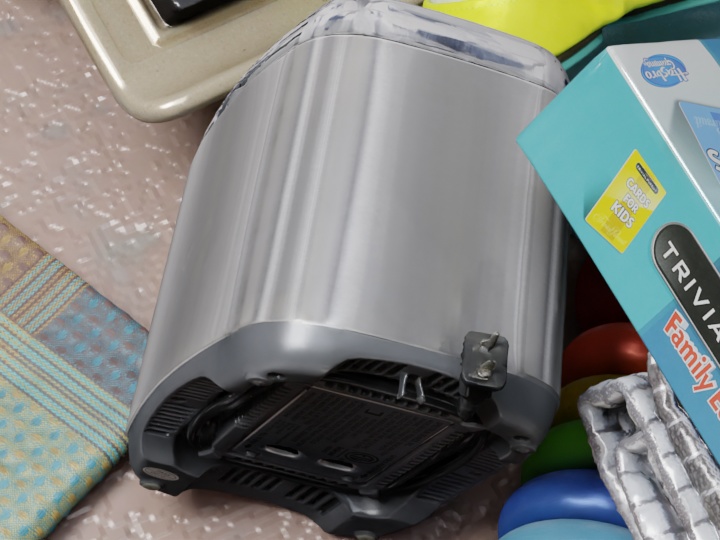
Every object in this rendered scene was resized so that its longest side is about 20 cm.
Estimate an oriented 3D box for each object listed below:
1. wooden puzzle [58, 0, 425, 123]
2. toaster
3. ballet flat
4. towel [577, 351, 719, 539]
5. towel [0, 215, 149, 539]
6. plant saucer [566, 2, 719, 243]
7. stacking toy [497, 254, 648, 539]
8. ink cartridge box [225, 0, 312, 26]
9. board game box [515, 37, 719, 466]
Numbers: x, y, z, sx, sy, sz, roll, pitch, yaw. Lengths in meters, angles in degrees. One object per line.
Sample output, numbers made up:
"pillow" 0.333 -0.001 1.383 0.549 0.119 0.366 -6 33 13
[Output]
"wooden puzzle" -0.050 -0.169 0.913 0.185 0.037 0.200 -27 79 -27
"toaster" 0.000 0.000 0.800 0.113 0.200 0.129 14 68 -15
"ballet flat" 0.076 -0.110 0.906 0.200 0.067 0.067 -24 107 -31
"towel" 0.177 0.101 0.778 0.165 0.086 0.200 0 56 -46
"towel" -0.174 0.061 0.859 0.147 0.022 0.200 37 64 15
"plant saucer" 0.145 -0.045 0.894 0.200 0.027 0.200 -2 33 1
"stacking toy" 0.085 0.070 0.847 0.085 0.085 0.200 13 54 3
"ink cartridge box" -0.081 -0.177 0.949 0.200 0.050 0.161 26 62 -12
"board game box" 0.154 0.023 0.726 0.151 0.047 0.200 -10 62 -46
